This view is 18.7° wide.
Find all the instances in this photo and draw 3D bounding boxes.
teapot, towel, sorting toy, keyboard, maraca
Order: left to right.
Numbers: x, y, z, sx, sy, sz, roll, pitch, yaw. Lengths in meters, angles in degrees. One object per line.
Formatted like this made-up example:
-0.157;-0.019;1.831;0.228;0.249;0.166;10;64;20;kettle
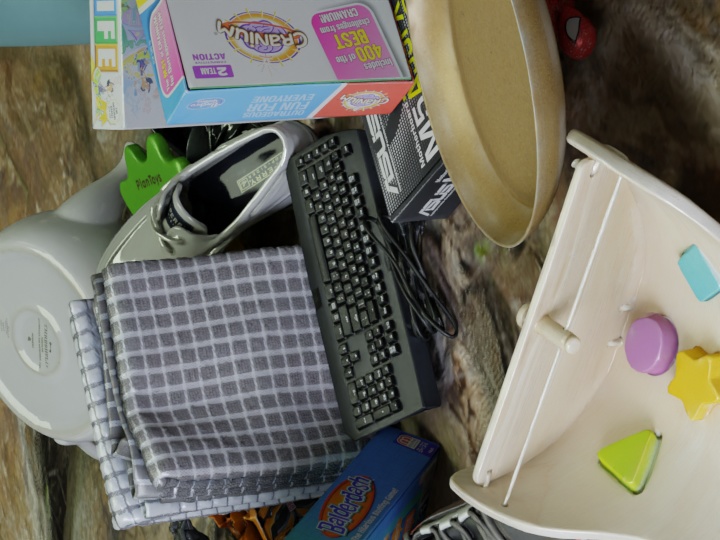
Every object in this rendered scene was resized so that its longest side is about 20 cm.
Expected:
-0.209;0.037;1.759;0.200;0.146;0.198;-40;80;43;teapot
-0.131;-0.001;1.618;0.137;0.106;0.202;-15;94;57;maraca
-0.082;0.071;1.446;0.086;0.198;0.167;-36;63;58;towel
0.000;0.000;1.408;0.104;0.039;0.202;-26;69;32;keyboard
0.162;0.058;1.086;0.180;0.106;0.201;34;113;42;sorting toy

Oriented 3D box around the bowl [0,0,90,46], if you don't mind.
-0.207;-0.244;1.576;0.201;0.104;0.203;-164;90;-73;bowl

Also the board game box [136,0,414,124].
-0.065;-0.188;1.330;0.040;0.152;0.202;-49;50;55;board game box

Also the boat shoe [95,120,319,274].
-0.117;-0.041;1.520;0.200;0.065;0.074;-41;73;16;boat shoe

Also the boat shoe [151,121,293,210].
-0.102;-0.094;1.607;0.199;0.066;0.075;44;130;53;boat shoe

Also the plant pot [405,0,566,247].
0.067;-0.113;1.158;0.200;0.027;0.202;165;90;-77;plant pot

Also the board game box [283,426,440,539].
-0.017;0.208;1.361;0.045;0.200;0.153;19;117;15;board game box

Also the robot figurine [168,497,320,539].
-0.095;0.124;1.514;0.058;0.145;0.201;-33;92;45;robot figurine

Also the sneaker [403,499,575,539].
0.067;0.169;1.293;0.200;0.081;0.078;-58;44;50;sneaker

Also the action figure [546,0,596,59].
0.080;-0.209;1.214;0.201;0.065;0.099;55;135;19;action figure

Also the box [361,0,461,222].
0.043;-0.154;1.337;0.160;0.044;0.202;-46;53;55;box

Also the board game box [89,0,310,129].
-0.088;-0.164;1.423;0.034;0.199;0.136;6;100;45;board game box
